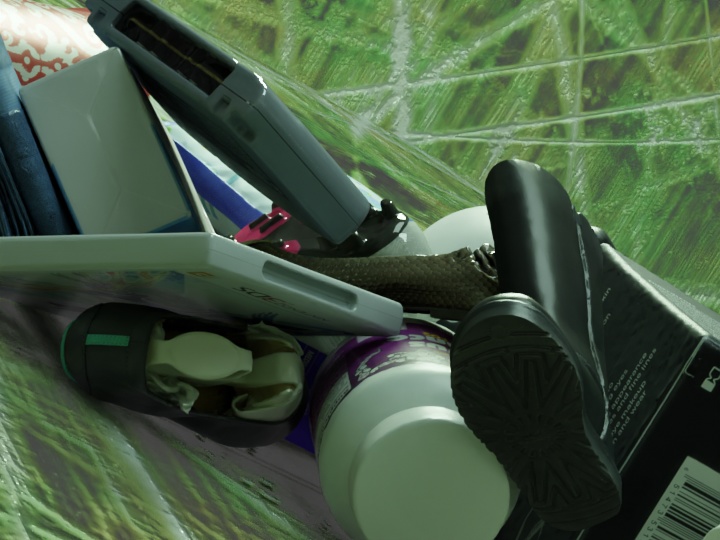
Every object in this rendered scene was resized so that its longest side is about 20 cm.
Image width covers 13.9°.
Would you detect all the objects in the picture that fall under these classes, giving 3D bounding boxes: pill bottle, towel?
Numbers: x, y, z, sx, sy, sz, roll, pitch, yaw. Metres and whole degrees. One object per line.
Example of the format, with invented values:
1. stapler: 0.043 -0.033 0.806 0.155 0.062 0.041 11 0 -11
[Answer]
1. pill bottle: 0.031 0.097 1.625 0.112 0.112 0.200 30 7 -9
2. towel: -0.219 -0.091 1.736 0.112 0.048 0.200 -103 170 -85

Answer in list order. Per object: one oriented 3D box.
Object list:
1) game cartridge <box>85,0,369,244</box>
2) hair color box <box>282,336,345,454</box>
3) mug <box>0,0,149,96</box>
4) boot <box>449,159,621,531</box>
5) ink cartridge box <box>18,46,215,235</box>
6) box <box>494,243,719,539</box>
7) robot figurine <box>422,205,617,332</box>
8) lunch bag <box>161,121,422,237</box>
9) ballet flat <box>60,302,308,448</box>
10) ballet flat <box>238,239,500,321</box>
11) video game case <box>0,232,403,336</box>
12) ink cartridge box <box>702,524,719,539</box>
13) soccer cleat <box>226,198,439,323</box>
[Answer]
1. game cartridge: -0.075 -0.090 1.726 0.200 0.040 0.133 37 -12 49
2. hair color box: 0.013 0.090 1.794 0.200 0.065 0.109 27 8 -18
3. mug: -0.232 -0.112 1.904 0.177 0.134 0.200 34 11 30
4. boot: 0.091 0.012 1.567 0.200 0.066 0.165 -86 160 -45
5. ink cartridge box: -0.137 -0.046 1.794 0.200 0.067 0.116 67 -2 -75
6. box: 0.156 0.116 1.671 0.117 0.197 0.200 29 7 -19
7. robot figurine: 0.101 0.053 1.915 0.125 0.150 0.200 -9 -56 36
8. lunch bag: -0.048 -0.018 2.017 0.170 0.128 0.200 36 -2 31
9. ballet flat: -0.075 0.057 1.616 0.073 0.073 0.200 37 13 38
10. ballet flat: 0.000 0.000 1.704 0.200 0.046 0.067 6 0 18
11. video game case: -0.108 0.010 1.632 0.200 0.022 0.182 0 -13 35
12. ink cartridge box: 0.222 0.228 1.399 0.200 0.146 0.084 27 10 -25
13. soccer cleat: -0.017 0.004 1.821 0.086 0.070 0.200 59 -23 -18
